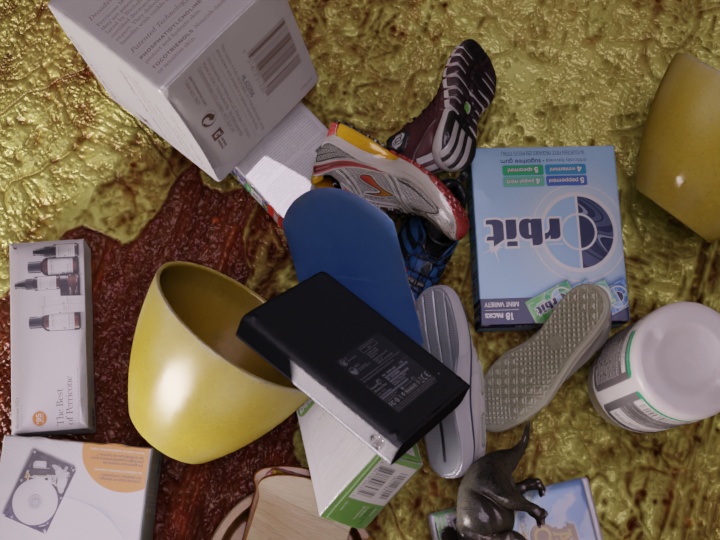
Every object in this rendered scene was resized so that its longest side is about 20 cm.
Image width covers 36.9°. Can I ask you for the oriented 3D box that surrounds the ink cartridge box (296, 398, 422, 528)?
[{"bbox_3d":[-0.010,0.147,1.103,0.059,0.104,0.201,22,31,-31],"label":"ink cartridge box"}]

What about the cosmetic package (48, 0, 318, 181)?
[{"bbox_3d":[-0.181,-0.240,1.140,0.199,0.168,0.167,37,77,29],"label":"cosmetic package"}]

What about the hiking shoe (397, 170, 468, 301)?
[{"bbox_3d":[0.060,-0.012,1.171,0.073,0.087,0.203,20,77,-9],"label":"hiking shoe"}]

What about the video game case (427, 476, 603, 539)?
[{"bbox_3d":[0.178,0.337,1.138,0.179,0.022,0.204,-11,78,-7],"label":"video game case"}]

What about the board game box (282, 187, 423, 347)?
[{"bbox_3d":[0.000,0.000,1.129,0.039,0.156,0.203,-35,119,-42],"label":"board game box"}]

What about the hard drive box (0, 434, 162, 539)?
[{"bbox_3d":[-0.291,0.276,1.092,0.153,0.077,0.204,4,77,-2],"label":"hard drive box"}]

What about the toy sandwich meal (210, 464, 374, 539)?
[{"bbox_3d":[-0.068,0.306,1.103,0.201,0.070,0.209,1,77,-4],"label":"toy sandwich meal"}]

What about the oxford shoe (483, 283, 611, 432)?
[{"bbox_3d":[0.199,0.098,1.155,0.201,0.057,0.075,-50,61,14],"label":"oxford shoe"}]

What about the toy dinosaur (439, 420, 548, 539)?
[{"bbox_3d":[0.136,0.243,1.106,0.101,0.077,0.203,21,79,-6],"label":"toy dinosaur"}]

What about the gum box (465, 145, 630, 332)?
[{"bbox_3d":[0.207,-0.037,1.213,0.167,0.045,0.204,-2,77,-4],"label":"gum box"}]

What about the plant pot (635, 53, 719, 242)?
[{"bbox_3d":[0.382,-0.119,1.179,0.199,0.200,0.143,37,102,5],"label":"plant pot"}]

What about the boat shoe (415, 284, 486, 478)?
[{"bbox_3d":[0.096,0.115,1.151,0.073,0.066,0.204,2,96,38],"label":"boat shoe"}]

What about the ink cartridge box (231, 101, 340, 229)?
[{"bbox_3d":[-0.069,-0.109,1.209,0.109,0.050,0.200,-42,84,-12],"label":"ink cartridge box"}]

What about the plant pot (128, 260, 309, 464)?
[{"bbox_3d":[-0.156,0.109,1.097,0.199,0.200,0.143,37,105,5],"label":"plant pot"}]

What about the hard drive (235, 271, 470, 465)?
[{"bbox_3d":[-0.006,0.087,1.054,0.199,0.033,0.139,38,36,18],"label":"hard drive"}]

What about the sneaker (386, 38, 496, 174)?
[{"bbox_3d":[0.081,-0.178,1.226,0.076,0.114,0.202,48,42,-26],"label":"sneaker"}]

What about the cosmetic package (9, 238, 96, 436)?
[{"bbox_3d":[-0.328,0.072,1.149,0.081,0.051,0.204,-4,77,-4],"label":"cosmetic package"}]

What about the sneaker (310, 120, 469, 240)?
[{"bbox_3d":[0.030,-0.078,1.132,0.199,0.078,0.083,32,89,32],"label":"sneaker"}]

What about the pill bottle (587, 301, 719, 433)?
[{"bbox_3d":[0.303,0.106,1.107,0.111,0.200,0.115,1,77,-4],"label":"pill bottle"}]
